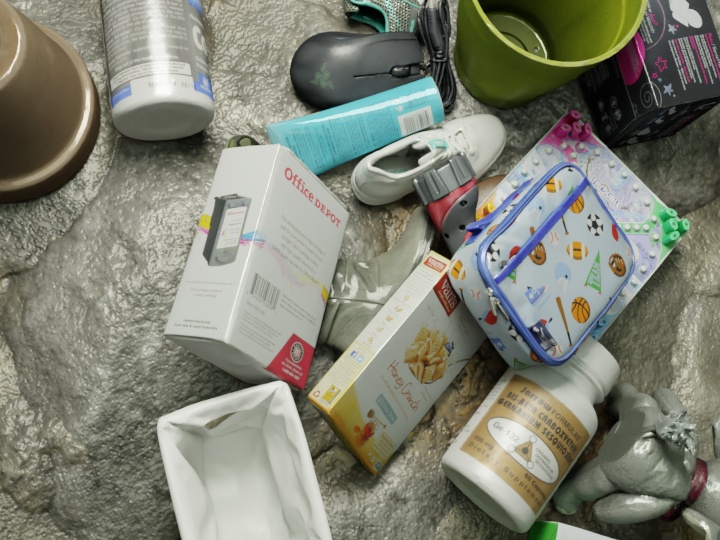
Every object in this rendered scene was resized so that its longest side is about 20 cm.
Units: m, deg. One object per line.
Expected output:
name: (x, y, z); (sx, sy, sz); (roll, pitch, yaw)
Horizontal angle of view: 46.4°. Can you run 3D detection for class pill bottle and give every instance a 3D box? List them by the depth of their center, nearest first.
pill bottle: (0.185, 0.162, 0.892); (0.114, 0.114, 0.201); (40, 75, 2)
pill bottle: (-0.226, -0.257, 0.922); (0.111, 0.114, 0.205); (-8, 79, -10)

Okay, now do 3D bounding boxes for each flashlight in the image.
flashlight: (0.128, -0.023, 0.901); (0.067, 0.068, 0.203); (-30, 94, -6)

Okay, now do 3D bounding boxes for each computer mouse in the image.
computer mouse: (0.017, -0.235, 0.962); (0.195, 0.053, 0.141); (-9, 114, -5)

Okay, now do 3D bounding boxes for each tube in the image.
tube: (-0.004, -0.160, 0.948); (0.196, 0.051, 0.079); (-20, 111, -1)

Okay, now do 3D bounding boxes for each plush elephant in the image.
plush elephant: (0.328, 0.214, 0.870); (0.154, 0.200, 0.166); (39, 68, -3)

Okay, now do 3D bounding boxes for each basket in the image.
basket: (-0.110, 0.227, 0.828); (0.133, 0.123, 0.204); (-15, 79, -11)

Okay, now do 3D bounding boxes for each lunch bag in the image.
lunch bag: (0.185, -0.007, 0.857); (0.200, 0.075, 0.162); (-43, 103, -31)

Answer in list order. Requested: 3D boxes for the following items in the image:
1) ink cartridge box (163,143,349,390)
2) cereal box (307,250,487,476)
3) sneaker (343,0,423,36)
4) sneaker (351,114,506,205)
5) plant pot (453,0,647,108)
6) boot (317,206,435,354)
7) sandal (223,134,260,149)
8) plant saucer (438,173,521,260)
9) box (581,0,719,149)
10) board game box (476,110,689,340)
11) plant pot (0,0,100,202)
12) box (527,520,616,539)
ink cartridge box: (-0.097, 0.000, 0.841); (0.084, 0.147, 0.204); (1, 66, 30)
cereal box: (0.045, 0.099, 0.876); (0.039, 0.145, 0.200); (30, 71, 39)
sneaker: (0.003, -0.346, 0.999); (0.200, 0.078, 0.091); (45, 79, 4)
sneaker: (0.087, -0.132, 0.955); (0.197, 0.089, 0.076); (-23, 80, -13)
plant pot: (0.188, -0.283, 0.949); (0.195, 0.193, 0.205); (2, 78, -8)
boot: (0.000, 0.000, 0.927); (0.128, 0.068, 0.203); (23, 75, 2)
sandal: (-0.137, -0.044, 0.918); (0.056, 0.079, 0.206); (-4, 80, 27)
plant saucer: (0.189, -0.020, 0.973); (0.195, 0.037, 0.205); (2, 78, -7)
box: (0.336, -0.269, 1.001); (0.112, 0.132, 0.204); (-12, 80, -14)
board game box: (0.251, -0.052, 0.958); (0.200, 0.026, 0.200); (44, 76, 3)
plant pot: (-0.376, -0.193, 0.855); (0.195, 0.175, 0.205); (2, 76, -8)
box: (0.249, 0.382, 0.864); (0.173, 0.097, 0.204); (17, 75, -2)
